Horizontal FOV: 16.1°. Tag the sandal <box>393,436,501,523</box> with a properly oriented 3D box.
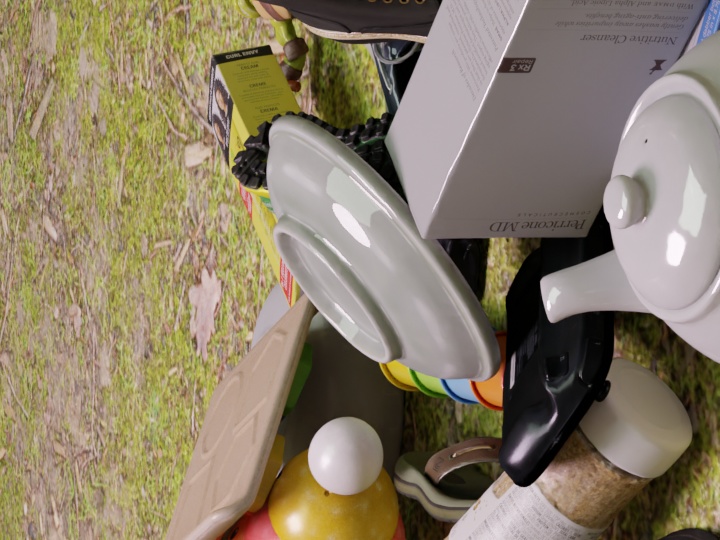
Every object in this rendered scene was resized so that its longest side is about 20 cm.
[{"bbox_3d":[0.075,0.130,1.594,0.201,0.079,0.058,21,96,65],"label":"sandal"}]

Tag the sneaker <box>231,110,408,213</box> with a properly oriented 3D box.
[{"bbox_3d":[0.014,-0.053,1.623,0.199,0.085,0.078,10,63,44],"label":"sneaker"}]

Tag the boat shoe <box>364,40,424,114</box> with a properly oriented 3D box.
[{"bbox_3d":[0.039,-0.139,1.659,0.062,0.074,0.202,159,106,-67],"label":"boat shoe"}]

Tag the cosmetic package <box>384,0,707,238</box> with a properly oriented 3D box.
[{"bbox_3d":[0.099,-0.111,1.379,0.201,0.112,0.081,110,149,-43],"label":"cosmetic package"}]

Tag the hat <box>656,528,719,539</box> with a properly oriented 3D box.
[{"bbox_3d":[0.143,0.236,1.411,0.081,0.201,0.200,50,159,-12],"label":"hat"}]

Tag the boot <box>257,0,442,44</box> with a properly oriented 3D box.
[{"bbox_3d":[0.018,-0.178,1.540,0.199,0.138,0.078,-9,80,32],"label":"boot"}]

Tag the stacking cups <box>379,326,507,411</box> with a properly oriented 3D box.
[{"bbox_3d":[0.084,0.059,1.603,0.200,0.060,0.061,10,101,61],"label":"stacking cups"}]

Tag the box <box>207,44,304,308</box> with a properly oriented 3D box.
[{"bbox_3d":[-0.057,-0.067,1.821,0.076,0.050,0.201,99,153,-48],"label":"box"}]

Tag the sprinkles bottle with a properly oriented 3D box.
[{"bbox_3d":[0.105,0.139,1.457,0.200,0.068,0.068,-50,43,29],"label":"sprinkles bottle"}]

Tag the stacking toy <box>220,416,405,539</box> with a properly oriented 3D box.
[{"bbox_3d":[-0.018,0.162,1.690,0.201,0.145,0.147,105,152,-48],"label":"stacking toy"}]

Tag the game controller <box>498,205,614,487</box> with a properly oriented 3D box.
[{"bbox_3d":[0.112,0.036,1.449,0.200,0.042,0.105,-81,11,-58],"label":"game controller"}]

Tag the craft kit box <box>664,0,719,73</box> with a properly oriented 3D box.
[{"bbox_3d":[0.166,-0.165,1.409,0.198,0.048,0.201,54,139,49],"label":"craft kit box"}]

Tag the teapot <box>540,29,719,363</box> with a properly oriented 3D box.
[{"bbox_3d":[0.188,-0.037,1.236,0.197,0.145,0.201,-138,52,-58],"label":"teapot"}]

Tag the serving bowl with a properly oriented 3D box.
[{"bbox_3d":[-0.037,0.087,1.856,0.200,0.065,0.202,180,90,-67],"label":"serving bowl"}]

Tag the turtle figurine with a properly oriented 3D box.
[{"bbox_3d":[-0.053,-0.199,1.880,0.161,0.064,0.201,2,110,62],"label":"turtle figurine"}]

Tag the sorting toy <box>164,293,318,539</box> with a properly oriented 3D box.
[{"bbox_3d":[-0.082,0.121,1.744,0.185,0.036,0.201,-45,19,55],"label":"sorting toy"}]

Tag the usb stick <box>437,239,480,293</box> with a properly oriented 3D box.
[{"bbox_3d":[0.028,-0.018,1.742,0.200,0.032,0.056,-157,61,-64],"label":"usb stick"}]

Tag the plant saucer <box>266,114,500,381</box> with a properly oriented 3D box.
[{"bbox_3d":[0.000,0.000,1.508,0.200,0.050,0.200,46,167,14],"label":"plant saucer"}]
